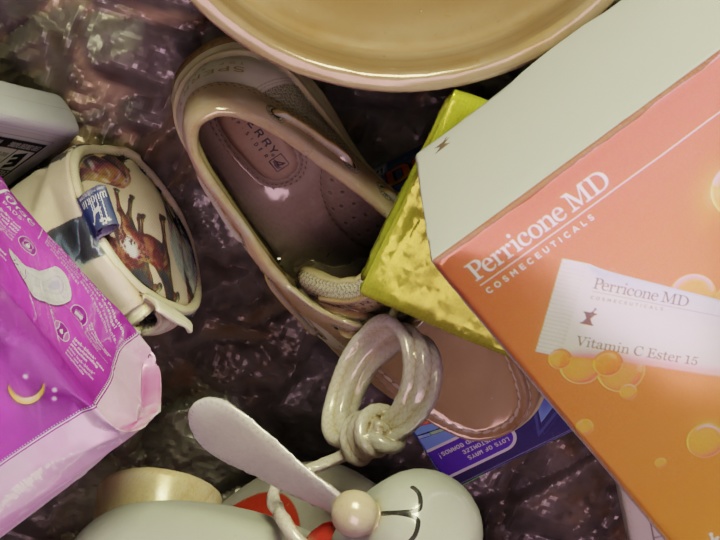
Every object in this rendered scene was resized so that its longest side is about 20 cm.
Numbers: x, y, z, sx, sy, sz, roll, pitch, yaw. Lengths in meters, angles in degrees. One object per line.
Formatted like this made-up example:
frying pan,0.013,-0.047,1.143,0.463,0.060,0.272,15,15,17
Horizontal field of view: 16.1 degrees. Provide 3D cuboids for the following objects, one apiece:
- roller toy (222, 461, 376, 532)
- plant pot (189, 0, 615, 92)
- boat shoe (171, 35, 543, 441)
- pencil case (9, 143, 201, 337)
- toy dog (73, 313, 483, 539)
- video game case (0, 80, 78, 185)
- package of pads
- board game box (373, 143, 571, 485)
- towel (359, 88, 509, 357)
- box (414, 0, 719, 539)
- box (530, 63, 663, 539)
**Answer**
roller toy,-0.012,0.185,1.031,0.140,0.200,0.183,35,105,-20
plant pot,0.015,-0.170,0.881,0.200,0.093,0.201,0,108,-1
boat shoe,0.000,0.000,0.961,0.072,0.065,0.200,-34,113,15
pencil case,-0.158,0.032,0.993,0.200,0.090,0.078,-33,129,14
toy dog,-0.057,0.099,0.910,0.096,0.132,0.200,21,130,-37
video game case,-0.216,-0.017,0.918,0.182,0.200,0.022,-34,78,14
package of pads,-0.183,0.061,0.925,0.200,0.076,0.121,-37,103,15
board game box,0.090,-0.009,1.017,0.200,0.034,0.136,-26,117,11
towel,0.106,0.007,0.910,0.200,0.018,0.086,21,111,-11
box,0.128,0.014,0.851,0.124,0.098,0.200,-37,110,13
box,0.128,0.007,0.963,0.095,0.078,0.200,-11,119,3
